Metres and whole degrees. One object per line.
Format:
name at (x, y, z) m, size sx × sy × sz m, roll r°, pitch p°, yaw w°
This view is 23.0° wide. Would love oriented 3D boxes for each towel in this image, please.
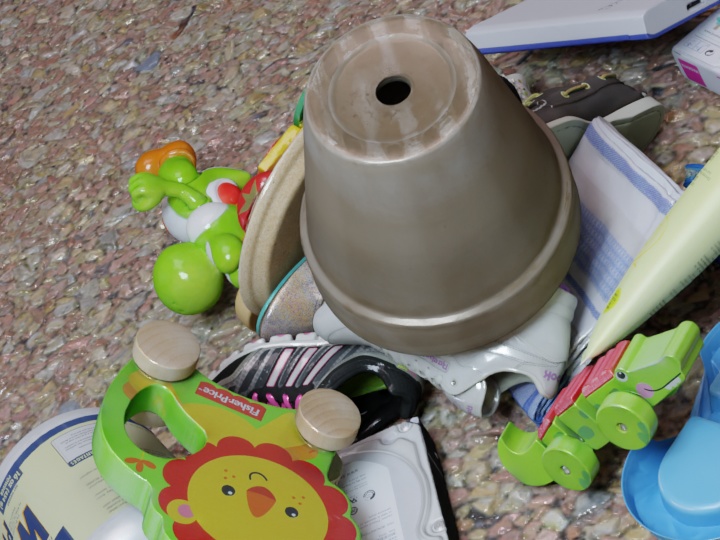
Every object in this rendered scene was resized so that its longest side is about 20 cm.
towel at (0.152, -0.002, 1.281) m, size 0.201 × 0.024 × 0.147 m, roll -57°, pitch 34°, yaw 16°

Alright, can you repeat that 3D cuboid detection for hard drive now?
hard drive at (0.002, 0.205, 1.226) m, size 0.139 × 0.038 × 0.201 m, roll -25°, pitch 40°, yaw 10°
hard drive at (0.201, -0.217, 1.476) m, size 0.131 × 0.026 × 0.199 m, roll -30°, pitch 20°, yaw -35°

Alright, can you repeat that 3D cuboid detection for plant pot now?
plant pot at (0.040, -0.073, 1.178) m, size 0.198 × 0.174 × 0.202 m, roll -7°, pitch 57°, yaw 11°

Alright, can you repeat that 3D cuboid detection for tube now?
tube at (0.211, -0.015, 1.171) m, size 0.200 × 0.058 × 0.052 m, roll -50°, pitch 44°, yaw 8°

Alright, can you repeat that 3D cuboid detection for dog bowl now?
dog bowl at (0.253, 0.107, 1.148) m, size 0.111 × 0.050 × 0.201 m, roll 16°, pitch 59°, yaw 43°

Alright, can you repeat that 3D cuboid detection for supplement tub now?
supplement tub at (-0.166, 0.201, 1.256) m, size 0.145 × 0.146 × 0.200 m, roll -41°, pitch 39°, yaw -11°

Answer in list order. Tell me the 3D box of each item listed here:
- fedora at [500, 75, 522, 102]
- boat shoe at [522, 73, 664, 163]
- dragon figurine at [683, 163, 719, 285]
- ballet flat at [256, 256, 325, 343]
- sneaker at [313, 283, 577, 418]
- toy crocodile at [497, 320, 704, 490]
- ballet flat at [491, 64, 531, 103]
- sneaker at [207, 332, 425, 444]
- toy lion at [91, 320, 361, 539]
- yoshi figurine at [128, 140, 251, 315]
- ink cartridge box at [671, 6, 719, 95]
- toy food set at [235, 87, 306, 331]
fedora at (0.073, -0.100, 1.371) m, size 0.091 × 0.201 × 0.202 m, roll -10°, pitch 43°, yaw 32°
boat shoe at (0.153, -0.106, 1.358) m, size 0.200 × 0.072 × 0.061 m, roll -18°, pitch 50°, yaw -45°
dragon figurine at (0.244, -0.036, 1.263) m, size 0.059 × 0.100 × 0.199 m, roll -46°, pitch 41°, yaw -18°
ballet flat at (0.000, 0.000, 1.401) m, size 0.067 × 0.068 × 0.200 m, roll 28°, pitch 55°, yaw 25°
sneaker at (0.054, 0.053, 1.254) m, size 0.198 × 0.075 × 0.101 m, roll -1°, pitch 77°, yaw 26°
toy crocodile at (0.158, 0.088, 1.162) m, size 0.068 × 0.062 × 0.200 m, roll -52°, pitch 1°, yaw -35°
ballet flat at (0.105, -0.153, 1.508) m, size 0.063 × 0.076 × 0.200 m, roll -25°, pitch 38°, yaw -24°
sneaker at (-0.037, 0.097, 1.334) m, size 0.198 × 0.074 × 0.088 m, roll -16°, pitch 35°, yaw 13°
toy lion at (-0.091, 0.142, 1.185) m, size 0.198 × 0.069 × 0.192 m, roll 23°, pitch 36°, yaw 2°
yoshi figurine at (-0.150, -0.028, 1.511) m, size 0.200 × 0.111 × 0.113 m, roll -128°, pitch 50°, yaw -59°
ink cartridge box at (0.361, -0.209, 1.413) m, size 0.200 × 0.042 × 0.119 m, roll -42°, pitch 39°, yaw -7°
toy food set at (-0.039, -0.053, 1.408) m, size 0.048 × 0.201 × 0.199 m, roll 29°, pitch 69°, yaw 23°
